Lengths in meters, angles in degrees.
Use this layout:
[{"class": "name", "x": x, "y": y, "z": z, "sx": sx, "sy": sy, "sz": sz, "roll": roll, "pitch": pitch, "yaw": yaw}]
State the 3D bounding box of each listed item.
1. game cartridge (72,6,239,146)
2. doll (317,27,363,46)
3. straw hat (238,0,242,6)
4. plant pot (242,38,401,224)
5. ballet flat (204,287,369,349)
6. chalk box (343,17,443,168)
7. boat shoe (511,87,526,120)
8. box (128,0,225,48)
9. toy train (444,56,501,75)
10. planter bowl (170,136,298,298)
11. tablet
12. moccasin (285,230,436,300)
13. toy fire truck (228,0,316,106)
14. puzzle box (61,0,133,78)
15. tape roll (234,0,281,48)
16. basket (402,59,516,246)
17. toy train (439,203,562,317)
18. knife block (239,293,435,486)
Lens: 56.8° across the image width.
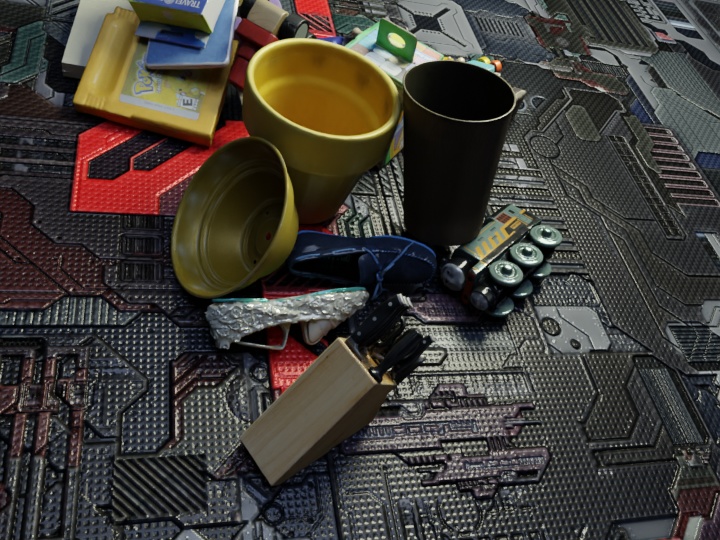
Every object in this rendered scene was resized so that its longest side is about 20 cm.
[{"class": "game cartridge", "x": -0.294, "y": -0.288, "z": 0.977, "sx": 0.198, "sy": 0.032, "sz": 0.178, "roll": 14, "pitch": 70, "yaw": -8}, {"class": "doll", "x": -0.022, "y": -0.374, "z": 1.142, "sx": 0.197, "sy": 0.049, "sz": 0.137, "roll": 10, "pitch": 49, "yaw": 7}, {"class": "straw hat", "x": -0.171, "y": -0.471, "z": 1.049, "sx": 0.199, "sy": 0.085, "sz": 0.204, "roll": -5, "pitch": 75, "yaw": 18}, {"class": "plant pot", "x": -0.066, "y": -0.171, "z": 0.894, "sx": 0.198, "sy": 0.190, "sz": 0.202, "roll": 10, "pitch": 48, "yaw": -12}, {"class": "ballet flat", "x": -0.084, "y": 0.060, "z": 0.791, "sx": 0.198, "sy": 0.072, "sz": 0.072, "roll": -4, "pitch": 53, "yaw": -20}, {"class": "chalk box", "x": 0.037, "y": -0.287, "z": 1.018, "sx": 0.124, "sy": 0.201, "sz": 0.124, "roll": 33, "pitch": 49, "yaw": 10}, {"class": "boat shoe", "x": 0.220, "y": -0.283, "z": 1.164, "sx": 0.073, "sy": 0.075, "sz": 0.200, "roll": 40, "pitch": 49, "yaw": 16}, {"class": "box", "x": -0.247, "y": -0.426, "z": 0.964, "sx": 0.121, "sy": 0.048, "sz": 0.202, "roll": 14, "pitch": 73, "yaw": 12}, {"class": "toy train", "x": 0.148, "y": -0.333, "z": 1.177, "sx": 0.198, "sy": 0.056, "sz": 0.151, "roll": 6, "pitch": 35, "yaw": 14}, {"class": "planter bowl", "x": -0.136, "y": -0.053, "z": 0.813, "sx": 0.083, "sy": 0.200, "sz": 0.202, "roll": 27, "pitch": 34, "yaw": -48}, {"class": "tablet", "x": -0.241, "y": -0.384, "z": 0.981, "sx": 0.128, "sy": 0.014, "sz": 0.202, "roll": 1, "pitch": 72, "yaw": 8}, {"class": "moccasin", "x": 0.000, "y": 0.000, "z": 0.857, "sx": 0.197, "sy": 0.081, "sz": 0.069, "roll": 2, "pitch": 35, "yaw": -1}, {"class": "toy fire truck", "x": -0.140, "y": -0.278, "z": 1.006, "sx": 0.128, "sy": 0.176, "sz": 0.201, "roll": 32, "pitch": 91, "yaw": 10}, {"class": "puzzle box", "x": -0.386, "y": -0.365, "z": 1.053, "sx": 0.131, "sy": 0.026, "sz": 0.202, "roll": 7, "pitch": 50, "yaw": -16}, {"class": "tape roll", "x": -0.235, "y": -0.423, "z": 1.098, "sx": 0.198, "sy": 0.085, "sz": 0.202, "roll": 16, "pitch": 46, "yaw": -17}, {"class": "basket", "x": 0.117, "y": -0.146, "z": 0.880, "sx": 0.134, "sy": 0.202, "sz": 0.181, "roll": -6, "pitch": 40, "yaw": -10}, {"class": "toy train", "x": 0.198, "y": -0.017, "z": 0.936, "sx": 0.113, "sy": 0.086, "sz": 0.199, "roll": 33, "pitch": 50, "yaw": 27}, {"class": "knife block", "x": -0.017, "y": 0.113, "z": 0.683, "sx": 0.199, "sy": 0.176, "sz": 0.064, "roll": -26, "pitch": 62, "yaw": -34}]
